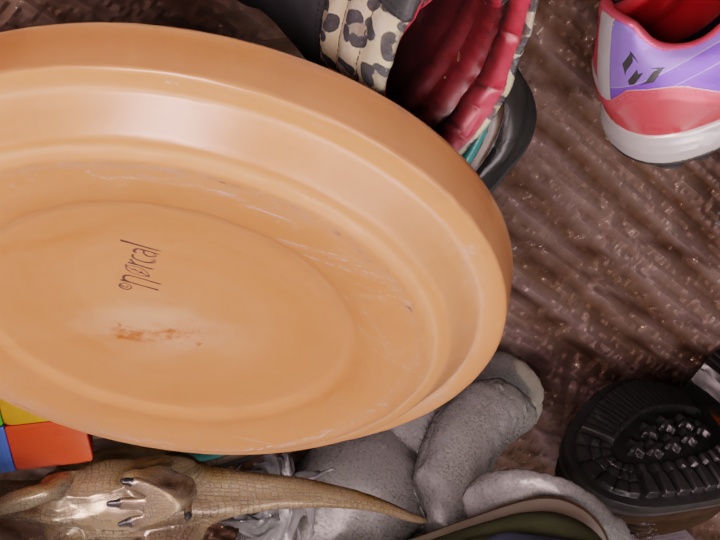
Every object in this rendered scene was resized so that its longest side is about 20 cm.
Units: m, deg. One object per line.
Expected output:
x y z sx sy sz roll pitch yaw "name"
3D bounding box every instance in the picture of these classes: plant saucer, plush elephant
-0.056 0.002 0.727 0.200 0.032 0.200 5 146 4 "plant saucer"
0.035 0.135 0.998 0.165 0.155 0.200 -50 161 11 "plush elephant"

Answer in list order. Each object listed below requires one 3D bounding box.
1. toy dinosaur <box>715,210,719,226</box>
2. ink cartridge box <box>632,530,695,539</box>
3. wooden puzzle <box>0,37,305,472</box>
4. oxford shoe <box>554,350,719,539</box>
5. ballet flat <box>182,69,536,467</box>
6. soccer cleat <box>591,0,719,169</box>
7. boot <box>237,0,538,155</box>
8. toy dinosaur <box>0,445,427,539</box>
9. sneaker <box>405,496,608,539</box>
0.203 -0.069 1.060 0.200 0.077 0.102 -57 155 13 "toy dinosaur"
0.088 0.186 1.236 0.200 0.044 0.094 -4 129 -41 "ink cartridge box"
-0.086 0.007 0.820 0.200 0.046 0.185 -10 140 -4 "wooden puzzle"
0.137 0.095 1.135 0.084 0.073 0.200 -51 158 23 "oxford shoe"
0.000 0.000 0.929 0.200 0.068 0.068 -47 163 19 "ballet flat"
0.178 -0.117 0.976 0.200 0.068 0.073 -31 137 -12 "soccer cleat"
-0.002 -0.143 0.693 0.073 0.154 0.204 -17 138 -31 "boot"
-0.070 0.082 0.872 0.200 0.101 0.058 -1 108 -5 "toy dinosaur"
0.000 0.139 0.883 0.200 0.067 0.090 -23 -175 1 "sneaker"
